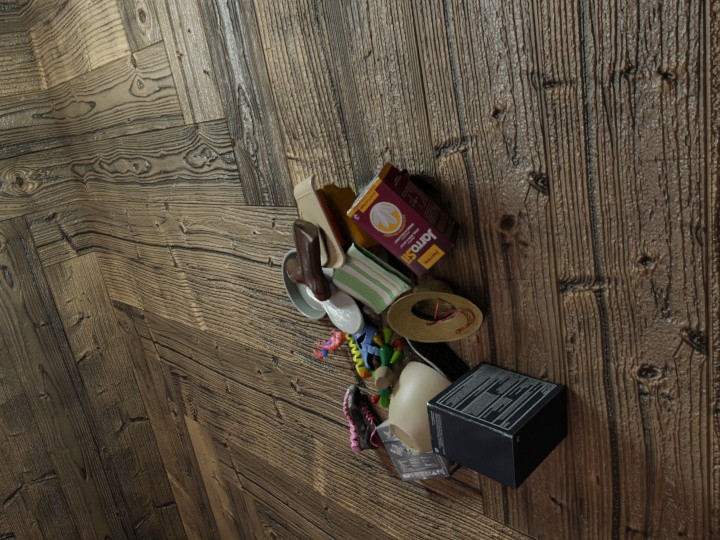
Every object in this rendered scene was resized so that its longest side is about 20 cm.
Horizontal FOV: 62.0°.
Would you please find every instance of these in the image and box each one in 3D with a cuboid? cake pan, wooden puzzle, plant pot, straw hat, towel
[{"bbox_3d":[-0.141,0.034,1.637,0.199,0.036,0.203,26,128,39],"label":"cake pan"},{"bbox_3d":[-0.087,-0.105,1.325,0.203,0.037,0.185,71,164,-7],"label":"wooden puzzle"},{"bbox_3d":[0.138,0.324,1.339,0.200,0.134,0.201,38,156,21],"label":"plant pot"},{"bbox_3d":[0.156,0.068,1.265,0.201,0.198,0.086,128,154,-48],"label":"straw hat"},{"bbox_3d":[0.017,0.025,1.306,0.151,0.024,0.200,34,153,-3],"label":"towel"}]

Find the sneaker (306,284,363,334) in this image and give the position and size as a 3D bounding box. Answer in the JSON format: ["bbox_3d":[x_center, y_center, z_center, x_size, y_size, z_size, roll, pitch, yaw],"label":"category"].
[{"bbox_3d":[-0.037,0.096,1.439,0.200,0.074,0.115,43,-178,39],"label":"sneaker"}]

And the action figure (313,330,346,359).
[{"bbox_3d":[-0.079,0.192,1.596,0.052,0.065,0.200,52,154,0],"label":"action figure"}]

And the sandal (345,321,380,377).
[{"bbox_3d":[0.008,0.164,1.520,0.086,0.079,0.203,-26,80,15],"label":"sandal"}]

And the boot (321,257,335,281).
[{"bbox_3d":[-0.061,-0.074,1.449,0.072,0.090,0.203,23,127,37],"label":"boot"}]

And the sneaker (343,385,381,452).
[{"bbox_3d":[0.012,0.407,1.645,0.094,0.079,0.203,-3,109,26],"label":"sneaker"}]

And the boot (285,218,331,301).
[{"bbox_3d":[-0.136,-0.049,1.375,0.186,0.064,0.202,35,149,42],"label":"boot"}]

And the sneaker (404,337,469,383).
[{"bbox_3d":[0.156,0.205,1.360,0.200,0.075,0.088,48,144,20],"label":"sneaker"}]

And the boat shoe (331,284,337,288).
[{"bbox_3d":[-0.087,-0.043,1.519,0.056,0.068,0.204,21,119,50],"label":"boat shoe"}]

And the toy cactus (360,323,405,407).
[{"bbox_3d":[0.052,0.231,1.403,0.101,0.165,0.203,14,100,6],"label":"toy cactus"}]

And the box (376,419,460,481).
[{"bbox_3d":[0.142,0.446,1.519,0.199,0.048,0.160,-33,83,51],"label":"box"}]

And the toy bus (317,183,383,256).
[{"bbox_3d":[-0.027,-0.113,1.326,0.202,0.064,0.079,59,146,21],"label":"toy bus"}]

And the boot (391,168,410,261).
[{"bbox_3d":[0.090,-0.115,1.281,0.132,0.069,0.201,51,151,13],"label":"boot"}]

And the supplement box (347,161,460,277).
[{"bbox_3d":[0.087,-0.100,1.193,0.199,0.086,0.110,40,125,-7],"label":"supplement box"}]

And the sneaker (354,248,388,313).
[{"bbox_3d":[0.000,0.000,1.425,0.113,0.075,0.203,29,132,33],"label":"sneaker"}]

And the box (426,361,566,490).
[{"bbox_3d":[0.268,0.294,1.173,0.197,0.198,0.125,10,117,46],"label":"box"}]
